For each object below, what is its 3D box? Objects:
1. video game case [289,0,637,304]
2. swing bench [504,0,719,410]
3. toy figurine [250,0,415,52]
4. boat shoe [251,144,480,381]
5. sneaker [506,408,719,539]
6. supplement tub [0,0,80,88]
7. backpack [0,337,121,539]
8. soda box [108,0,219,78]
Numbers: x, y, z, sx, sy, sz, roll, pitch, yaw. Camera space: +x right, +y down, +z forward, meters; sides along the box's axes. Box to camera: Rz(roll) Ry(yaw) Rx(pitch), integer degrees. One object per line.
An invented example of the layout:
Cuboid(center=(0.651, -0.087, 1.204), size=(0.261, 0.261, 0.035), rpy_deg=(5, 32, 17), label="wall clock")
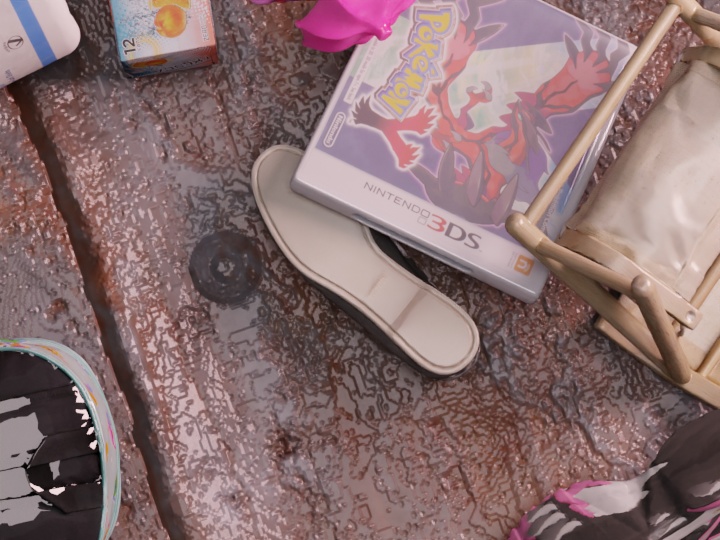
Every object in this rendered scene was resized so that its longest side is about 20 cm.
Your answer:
Cuboid(center=(0.074, -0.103, 1.376), size=(0.181, 0.023, 0.201), rpy_deg=(25, 70, 0), label="video game case")
Cuboid(center=(0.231, -0.040, 1.333), size=(0.129, 0.200, 0.200), rpy_deg=(29, 80, 42), label="swing bench")
Cuboid(center=(-0.026, -0.238, 1.348), size=(0.198, 0.150, 0.186), rpy_deg=(3, 82, 22), label="toy figurine")
Cuboid(center=(0.000, 0.000, 1.376), size=(0.067, 0.057, 0.200), rpy_deg=(-44, 83, -9), label="boat shoe")
Cuboid(center=(0.192, 0.177, 1.352), size=(0.199, 0.086, 0.081), rpy_deg=(-28, 49, 15), label="sneaker")
Cuboid(center=(-0.296, -0.162, 1.334), size=(0.199, 0.132, 0.133), rpy_deg=(-27, 86, -4), label="supplement tub")
Cuboid(center=(-0.249, 0.128, 1.297), size=(0.198, 0.153, 0.178), rpy_deg=(-9, 87, 6), label="backpack")
Cuboid(center=(-0.144, -0.235, 1.381), size=(0.068, 0.064, 0.202), rpy_deg=(-10, 84, -3), label="soda box")
